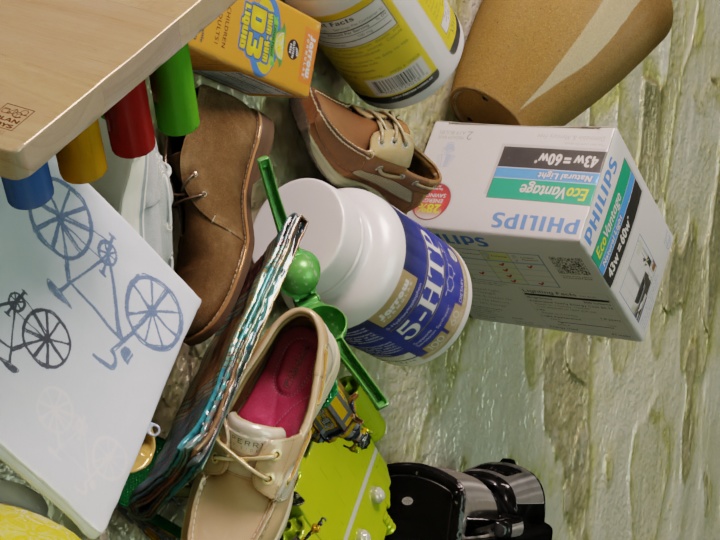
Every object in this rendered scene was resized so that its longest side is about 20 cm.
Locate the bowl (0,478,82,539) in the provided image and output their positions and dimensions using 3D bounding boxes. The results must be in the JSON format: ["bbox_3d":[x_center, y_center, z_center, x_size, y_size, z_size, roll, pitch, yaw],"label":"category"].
[{"bbox_3d":[-0.223,0.183,0.765,0.200,0.199,0.108,46,33,-49],"label":"bowl"}]

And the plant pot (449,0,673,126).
[{"bbox_3d":[0.181,-0.220,1.337,0.200,0.186,0.187,-53,137,-20],"label":"plant pot"}]

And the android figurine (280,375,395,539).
[{"bbox_3d":[-0.023,0.184,1.157,0.201,0.041,0.183,60,36,-33],"label":"android figurine"}]

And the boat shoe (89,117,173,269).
[{"bbox_3d":[-0.163,-0.049,0.918,0.071,0.069,0.203,-32,126,-63],"label":"boat shoe"}]

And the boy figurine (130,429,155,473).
[{"bbox_3d":[-0.203,0.072,0.868,0.125,0.064,0.201,-61,137,-36],"label":"boy figurine"}]

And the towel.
[{"bbox_3d":[-0.099,0.067,0.931,0.022,0.147,0.201,28,57,-10],"label":"towel"}]

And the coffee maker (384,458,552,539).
[{"bbox_3d":[0.086,0.279,1.305,0.199,0.134,0.193,14,106,-55],"label":"coffee maker"}]

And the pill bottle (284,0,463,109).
[{"bbox_3d":[-0.001,-0.231,1.092,0.200,0.110,0.112,48,55,-49],"label":"pill bottle"}]

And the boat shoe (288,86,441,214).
[{"bbox_3d":[0.008,-0.107,1.139,0.200,0.073,0.076,34,30,-59],"label":"boat shoe"}]

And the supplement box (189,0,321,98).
[{"bbox_3d":[-0.110,-0.180,0.974,0.200,0.068,0.067,13,85,-59],"label":"supplement box"}]

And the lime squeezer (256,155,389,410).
[{"bbox_3d":[-0.038,0.017,0.986,0.071,0.037,0.201,75,-11,-82],"label":"lime squeezer"}]

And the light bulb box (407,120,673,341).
[{"bbox_3d":[0.174,-0.038,1.308,0.200,0.197,0.126,49,56,-49],"label":"light bulb box"}]

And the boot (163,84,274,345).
[{"bbox_3d":[-0.119,-0.044,0.975,0.075,0.073,0.202,34,52,-41],"label":"boot"}]

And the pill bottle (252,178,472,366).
[{"bbox_3d":[0.000,0.000,1.119,0.200,0.119,0.121,29,70,-54],"label":"pill bottle"}]

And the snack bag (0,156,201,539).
[{"bbox_3d":[-0.182,0.035,0.800,0.189,0.021,0.201,49,40,-32],"label":"snack bag"}]

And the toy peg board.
[{"bbox_3d":[-0.195,-0.103,0.750,0.199,0.199,0.098,-51,149,-41],"label":"toy peg board"}]

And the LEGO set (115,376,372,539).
[{"bbox_3d":[-0.077,0.161,0.998,0.201,0.153,0.116,-61,140,-27],"label":"LEGO set"}]

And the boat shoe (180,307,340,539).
[{"bbox_3d":[-0.071,0.113,0.894,0.069,0.073,0.201,82,25,-63],"label":"boat shoe"}]
